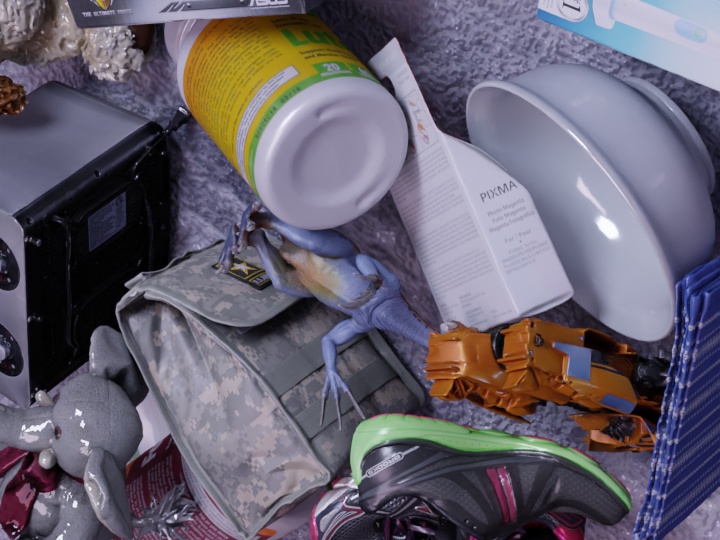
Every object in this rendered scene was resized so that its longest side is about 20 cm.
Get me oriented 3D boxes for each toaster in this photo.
[{"bbox_3d":[-0.229,-0.029,1.818,0.118,0.200,0.182,26,134,25],"label":"toaster"}]

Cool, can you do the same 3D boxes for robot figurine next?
[{"bbox_3d":[0.146,0.079,1.604,0.144,0.199,0.059,-10,66,49],"label":"robot figurine"}]

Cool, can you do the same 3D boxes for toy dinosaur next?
[{"bbox_3d":[0.000,0.000,1.656,0.180,0.201,0.105,18,143,-12],"label":"toy dinosaur"}]

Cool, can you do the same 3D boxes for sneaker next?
[{"bbox_3d":[0.063,0.172,1.700,0.198,0.075,0.081,-7,145,-6],"label":"sneaker"},{"bbox_3d":[0.087,0.151,1.647,0.198,0.077,0.084,10,84,-7],"label":"sneaker"}]

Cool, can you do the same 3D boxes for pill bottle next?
[{"bbox_3d":[-0.128,0.182,1.859,0.200,0.114,0.115,-36,90,38],"label":"pill bottle"},{"bbox_3d":[-0.059,-0.125,1.647,0.200,0.110,0.112,50,140,46],"label":"pill bottle"}]

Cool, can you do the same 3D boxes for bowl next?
[{"bbox_3d":[0.164,-0.060,1.549,0.201,0.090,0.201,48,163,20],"label":"bowl"}]

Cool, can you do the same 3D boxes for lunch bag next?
[{"bbox_3d":[-0.071,0.065,1.747,0.117,0.164,0.201,-39,86,31],"label":"lunch bag"}]

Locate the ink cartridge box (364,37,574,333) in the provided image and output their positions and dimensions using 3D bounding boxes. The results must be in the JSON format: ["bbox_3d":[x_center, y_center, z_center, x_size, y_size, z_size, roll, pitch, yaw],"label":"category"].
[{"bbox_3d":[0.064,-0.056,1.633,0.163,0.057,0.201,151,100,-75],"label":"ink cartridge box"}]

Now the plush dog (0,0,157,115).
[{"bbox_3d":[-0.266,-0.208,1.751,0.160,0.172,0.201,-5,111,37],"label":"plush dog"}]

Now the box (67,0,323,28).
[{"bbox_3d":[-0.079,-0.218,1.621,0.199,0.158,0.049,1,118,36],"label":"box"}]

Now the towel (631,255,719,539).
[{"bbox_3d":[0.230,0.067,1.555,0.024,0.145,0.201,25,125,27],"label":"towel"}]

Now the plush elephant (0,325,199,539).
[{"bbox_3d":[-0.213,0.134,1.709,0.198,0.165,0.156,-1,135,-5],"label":"plush elephant"}]

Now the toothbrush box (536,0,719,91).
[{"bbox_3d":[0.222,-0.196,1.465,0.199,0.085,0.147,24,124,25],"label":"toothbrush box"}]

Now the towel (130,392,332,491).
[{"bbox_3d":[-0.120,0.119,1.909,0.199,0.031,0.150,-6,110,37],"label":"towel"}]
